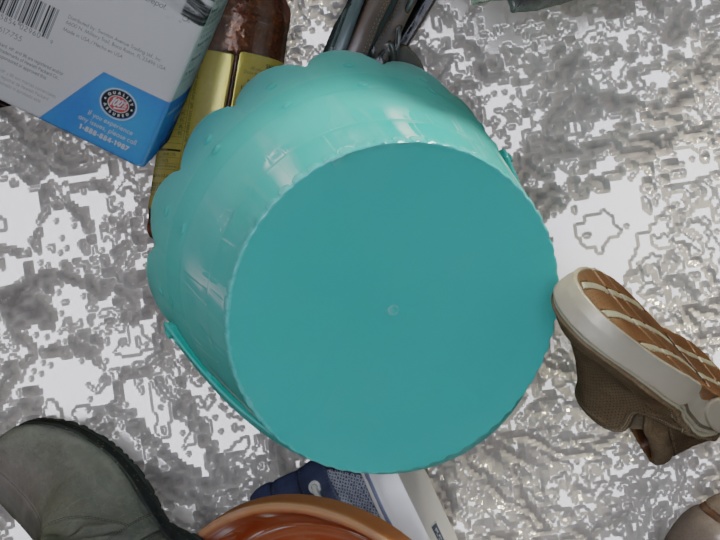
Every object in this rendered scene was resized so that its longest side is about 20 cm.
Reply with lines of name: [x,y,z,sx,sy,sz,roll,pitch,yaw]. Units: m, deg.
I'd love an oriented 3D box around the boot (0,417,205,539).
boot: [-0.159,0.147,1.531,0.200,0.130,0.068,35,119,33]

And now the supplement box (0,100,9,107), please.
supplement box: [-0.210,-0.143,1.609,0.198,0.061,0.110,-11,88,2]

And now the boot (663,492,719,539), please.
boot: [0.248,0.197,1.577,0.146,0.070,0.200,-43,85,7]

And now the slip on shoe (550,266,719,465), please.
slip on shoe: [0.138,0.055,1.523,0.061,0.200,0.076,-41,65,10]

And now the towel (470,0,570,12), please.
towel: [0.095,-0.238,1.546,0.192,0.034,0.201,-13,87,-42]

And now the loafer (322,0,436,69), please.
loafer: [0.018,-0.131,1.595,0.063,0.072,0.201,20,87,-2]

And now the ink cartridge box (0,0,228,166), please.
ink cartridge box: [-0.118,-0.172,1.517,0.115,0.068,0.201,25,107,2]

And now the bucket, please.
bucket: [0.000,0.000,1.521,0.206,0.135,0.209,-5,110,-14]

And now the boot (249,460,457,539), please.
boot: [0.019,0.189,1.590,0.090,0.073,0.201,-26,84,15]

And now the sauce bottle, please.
sauce bottle: [-0.071,-0.110,1.600,0.066,0.066,0.202,11,86,3]

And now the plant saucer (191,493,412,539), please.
plant saucer: [-0.017,0.211,1.561,0.199,0.032,0.202,11,114,25]
